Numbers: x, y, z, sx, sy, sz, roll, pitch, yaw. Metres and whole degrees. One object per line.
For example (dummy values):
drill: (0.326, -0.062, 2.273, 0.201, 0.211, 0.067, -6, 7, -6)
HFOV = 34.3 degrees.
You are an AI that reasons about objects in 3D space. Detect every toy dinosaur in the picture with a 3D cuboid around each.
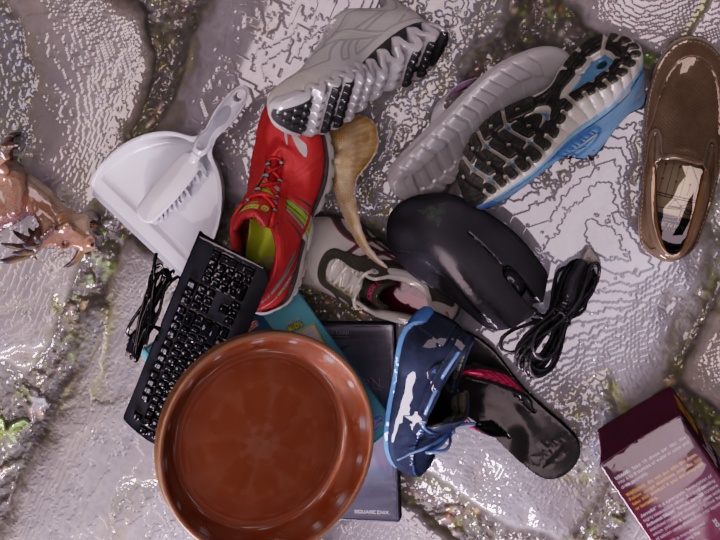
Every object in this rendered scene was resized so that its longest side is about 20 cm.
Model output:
toy dinosaur: (-0.370, -0.064, 1.163, 0.199, 0.086, 0.136, 1, 106, 17)
toy dinosaur: (-0.025, -0.100, 1.077, 0.101, 0.058, 0.201, -7, 77, 32)

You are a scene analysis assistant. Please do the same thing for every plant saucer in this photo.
plant saucer: (-0.084, 0.151, 1.022, 0.200, 0.032, 0.201, -3, 97, -24)

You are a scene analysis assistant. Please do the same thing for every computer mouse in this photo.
computer mouse: (0.117, -0.010, 1.051, 0.200, 0.053, 0.139, 33, 63, 5)

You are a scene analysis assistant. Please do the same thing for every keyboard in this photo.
keyboard: (-0.162, 0.066, 1.019, 0.104, 0.040, 0.200, 27, 107, 9)

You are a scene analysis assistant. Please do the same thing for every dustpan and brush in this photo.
dustpan and brush: (-0.165, -0.101, 1.124, 0.140, 0.057, 0.200, 43, 104, 2)

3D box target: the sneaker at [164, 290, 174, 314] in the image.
sneaker: (-0.151, 0.115, 1.136, 0.076, 0.081, 0.201, -14, 95, 38)

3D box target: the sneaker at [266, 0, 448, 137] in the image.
sneaker: (-0.014, -0.184, 1.034, 0.081, 0.200, 0.075, 47, 144, 14)

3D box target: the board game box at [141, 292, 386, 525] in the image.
board game box: (-0.086, 0.112, 1.096, 0.151, 0.047, 0.200, -36, 90, -18)

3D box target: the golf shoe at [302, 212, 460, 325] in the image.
golf shoe: (0.000, 0.000, 1.095, 0.199, 0.088, 0.077, 18, 103, 9)

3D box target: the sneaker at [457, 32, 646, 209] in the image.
sneaker: (0.178, -0.115, 1.035, 0.200, 0.090, 0.078, -37, 47, 5)

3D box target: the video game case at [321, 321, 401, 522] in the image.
video game case: (-0.033, 0.150, 1.160, 0.142, 0.019, 0.201, 0, 99, 11)

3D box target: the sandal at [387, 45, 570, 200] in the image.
sandal: (0.101, -0.144, 1.068, 0.202, 0.082, 0.050, -37, 48, 13)

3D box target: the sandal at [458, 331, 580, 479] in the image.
sandal: (0.125, 0.125, 1.110, 0.200, 0.045, 0.075, 39, 105, 3)

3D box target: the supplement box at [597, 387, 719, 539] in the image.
supplement box: (0.304, 0.219, 1.056, 0.086, 0.110, 0.200, -34, 91, 14)

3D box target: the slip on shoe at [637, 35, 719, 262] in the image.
slip on shoe: (0.285, -0.106, 1.033, 0.076, 0.061, 0.201, 11, 101, 8)

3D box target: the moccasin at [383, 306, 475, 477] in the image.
moccasin: (0.064, 0.125, 1.054, 0.068, 0.081, 0.200, 22, 140, 20)

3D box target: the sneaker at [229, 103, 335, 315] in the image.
sneaker: (-0.076, -0.059, 1.033, 0.077, 0.085, 0.201, 8, 92, 20)
